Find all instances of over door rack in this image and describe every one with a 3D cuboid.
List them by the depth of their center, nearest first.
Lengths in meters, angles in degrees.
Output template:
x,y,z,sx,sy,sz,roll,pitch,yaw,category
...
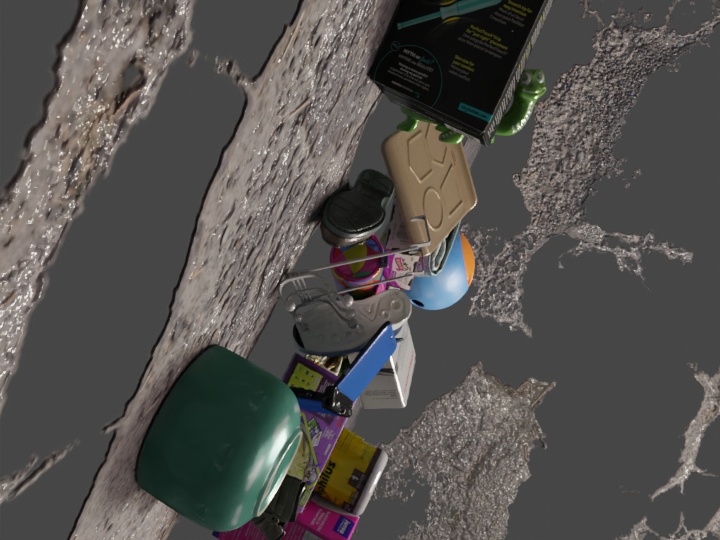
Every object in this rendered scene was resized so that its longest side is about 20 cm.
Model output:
x,y,z,sx,sy,sz,roll,pitch,yaw,category
0.002,0.018,0.873,0.196,0.068,0.148,-24,166,-5,over door rack

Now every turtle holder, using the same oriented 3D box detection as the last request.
x,y,z,sx,sy,sz,roll,pitch,yaw,category
0.137,-0.240,0.929,0.185,0.138,0.135,37,-57,57,turtle holder

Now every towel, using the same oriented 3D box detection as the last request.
x,y,z,sx,sy,sz,roll,pitch,yaw,category
0.111,-0.078,1.296,0.169,0.048,0.203,-4,-125,54,towel

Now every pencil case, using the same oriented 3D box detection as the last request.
x,y,z,sx,sy,sz,roll,pitch,yaw,category
0.000,0.000,1.063,0.090,0.087,0.200,-61,172,-14,pencil case

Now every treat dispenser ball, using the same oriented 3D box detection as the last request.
x,y,z,sx,sy,sz,roll,pitch,yaw,category
0.166,-0.013,1.626,0.204,0.197,0.202,-61,171,-17,treat dispenser ball

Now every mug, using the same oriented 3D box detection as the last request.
x,y,z,sx,sy,sz,roll,pitch,yaw,category
-0.125,0.174,0.690,0.154,0.112,0.186,-61,170,-21,mug

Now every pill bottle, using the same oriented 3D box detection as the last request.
x,y,z,sx,sy,sz,roll,pitch,yaw,category
-0.062,0.298,1.132,0.111,0.196,0.110,-60,171,-17,pill bottle

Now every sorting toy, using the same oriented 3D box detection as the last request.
x,y,z,sx,sy,sz,roll,pitch,yaw,category
0.107,-0.146,1.092,0.200,0.036,0.189,-40,117,-46,sorting toy

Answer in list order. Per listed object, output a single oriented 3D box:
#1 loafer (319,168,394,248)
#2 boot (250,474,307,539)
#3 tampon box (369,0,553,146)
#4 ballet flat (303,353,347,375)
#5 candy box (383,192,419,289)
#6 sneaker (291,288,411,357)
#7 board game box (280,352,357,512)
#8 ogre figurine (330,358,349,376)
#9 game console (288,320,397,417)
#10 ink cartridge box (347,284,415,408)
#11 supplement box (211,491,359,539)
x,y,z,sx,sy,sz,roll,pitch,yaw,category
-0.004,-0.067,0.899,0.064,0.071,0.200,-62,176,31,loafer
-0.116,0.230,0.845,0.068,0.128,0.203,-49,163,-58,boot
0.124,-0.274,0.810,0.204,0.147,0.126,-65,170,8,tampon box
-0.070,0.163,1.153,0.200,0.063,0.077,-51,165,-56,ballet flat
0.079,-0.089,1.174,0.137,0.059,0.205,97,3,-66,candy box
-0.025,0.097,1.051,0.196,0.082,0.147,-17,162,-26,sneaker
-0.094,0.242,1.056,0.203,0.118,0.032,-62,-172,-8,board game box
-0.038,0.174,1.295,0.120,0.095,0.205,66,18,-64,ogre figurine
-0.044,0.129,0.945,0.200,0.166,0.122,70,29,-73,game console
0.034,0.123,1.247,0.145,0.081,0.204,-69,149,-54,ink cartridge box
-0.115,0.402,1.104,0.105,0.197,0.101,-65,171,14,supplement box
